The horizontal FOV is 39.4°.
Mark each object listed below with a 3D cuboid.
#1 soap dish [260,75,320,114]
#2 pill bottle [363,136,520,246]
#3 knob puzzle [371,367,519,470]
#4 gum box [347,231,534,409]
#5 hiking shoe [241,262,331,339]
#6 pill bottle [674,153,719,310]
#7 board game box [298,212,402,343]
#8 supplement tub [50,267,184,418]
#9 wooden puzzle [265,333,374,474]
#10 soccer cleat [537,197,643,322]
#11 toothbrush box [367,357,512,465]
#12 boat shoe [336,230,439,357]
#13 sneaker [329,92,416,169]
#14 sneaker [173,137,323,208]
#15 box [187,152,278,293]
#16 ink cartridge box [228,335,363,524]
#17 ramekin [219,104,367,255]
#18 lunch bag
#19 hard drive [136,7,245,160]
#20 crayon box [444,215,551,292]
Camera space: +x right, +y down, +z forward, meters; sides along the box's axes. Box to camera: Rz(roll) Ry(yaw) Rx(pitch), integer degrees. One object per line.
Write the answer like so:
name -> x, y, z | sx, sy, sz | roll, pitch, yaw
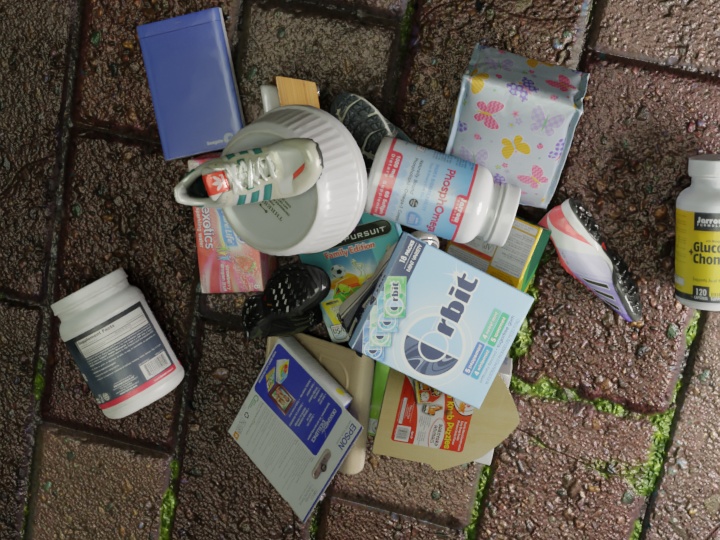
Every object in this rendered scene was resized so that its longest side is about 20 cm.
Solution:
soap dish -> -0.088, -0.179, 1.435 | 0.080, 0.157, 0.202 | -10, 101, -4
pill bottle -> 0.108, -0.101, 1.351 | 0.198, 0.109, 0.110 | 17, 105, 2
knob puzzle -> 0.129, 0.196, 1.444 | 0.217, 0.031, 0.222 | 0, 111, 1
gum box -> 0.109, 0.068, 1.361 | 0.199, 0.045, 0.171 | 26, 93, -10
hiking shoe -> -0.089, 0.044, 1.449 | 0.200, 0.100, 0.076 | -30, 63, 47
pill bottle -> 0.487, -0.054, 1.372 | 0.111, 0.112, 0.202 | -1, 102, 11
board game box -> 0.000, 0.000, 1.479 | 0.150, 0.047, 0.201 | -14, 117, 13
supplement tub -> -0.375, 0.112, 1.554 | 0.139, 0.140, 0.201 | -26, 96, 15
wooden puzzle -> -0.063, 0.193, 1.538 | 0.199, 0.046, 0.187 | 13, 102, 36
soccer cleat -> 0.331, -0.006, 1.442 | 0.073, 0.068, 0.201 | -32, 94, 30
toothbrush box -> 0.115, 0.187, 1.509 | 0.198, 0.086, 0.147 | 13, 105, 6
boat shoe -> 0.051, 0.040, 1.406 | 0.200, 0.074, 0.093 | -49, 46, 30
sneaker -> 0.034, -0.176, 1.441 | 0.077, 0.086, 0.200 | -39, 102, 22
sneaker -> -0.140, -0.111, 1.226 | 0.198, 0.093, 0.071 | -9, 101, 31
box -> -0.186, -0.073, 1.501 | 0.102, 0.095, 0.202 | -1, 102, 10
ink cartridge box -> -0.093, 0.236, 1.511 | 0.200, 0.047, 0.199 | 43, 117, 25
ramekin -> -0.098, -0.112, 1.313 | 0.201, 0.094, 0.204 | 8, 108, 26
lunch bag -> 0.205, -0.189, 1.387 | 0.168, 0.128, 0.201 | 16, 131, 7
hard drive -> -0.249, -0.275, 1.497 | 0.131, 0.025, 0.202 | -10, 97, 12
crayon box -> 0.175, 0.010, 1.444 | 0.125, 0.051, 0.202 | 26, 99, 26
